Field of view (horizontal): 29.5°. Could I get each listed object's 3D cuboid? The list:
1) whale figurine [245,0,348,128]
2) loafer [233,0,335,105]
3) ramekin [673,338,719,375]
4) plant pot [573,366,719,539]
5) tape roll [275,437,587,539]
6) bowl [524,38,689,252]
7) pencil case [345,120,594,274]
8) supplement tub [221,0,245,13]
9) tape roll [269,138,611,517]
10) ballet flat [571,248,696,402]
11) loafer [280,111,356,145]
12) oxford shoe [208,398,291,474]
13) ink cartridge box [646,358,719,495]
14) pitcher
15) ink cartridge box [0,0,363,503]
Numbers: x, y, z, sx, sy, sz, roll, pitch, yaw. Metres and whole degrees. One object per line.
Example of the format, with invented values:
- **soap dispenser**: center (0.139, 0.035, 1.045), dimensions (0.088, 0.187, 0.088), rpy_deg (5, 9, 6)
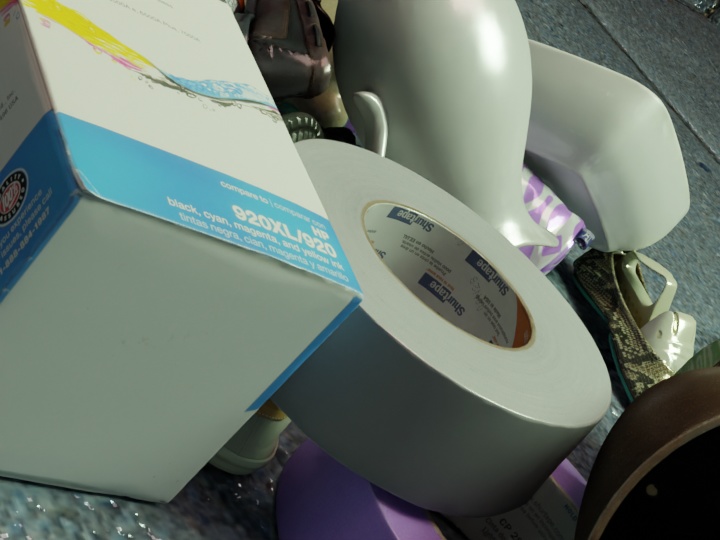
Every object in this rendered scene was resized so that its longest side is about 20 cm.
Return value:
- **whale figurine**: center (0.002, -0.157, 0.977), dimensions (0.199, 0.160, 0.104), rpy_deg (16, -21, 10)
- **loafer**: center (-0.041, -0.130, 0.811), dimensions (0.062, 0.072, 0.200), rpy_deg (4, 19, 3)
- **ramekin**: center (0.277, 0.132, 0.888), dimensions (0.200, 0.200, 0.098), rpy_deg (42, 17, -2)
- **plant pot**: center (0.179, 0.121, 0.647), dimensions (0.187, 0.187, 0.200), rpy_deg (40, 10, -7)
- **tape roll**: center (0.055, 0.142, 0.682), dimensions (0.200, 0.066, 0.201), rpy_deg (34, 25, -18)
- **bowl**: center (0.155, -0.095, 1.100), dimensions (0.199, 0.075, 0.200), rpy_deg (28, -16, 31)
- **pencil case**: center (0.078, -0.065, 1.040), dimensions (0.200, 0.084, 0.086), rpy_deg (43, 49, 2)
- **supplement tub**: center (-0.125, -0.136, 0.805), dimensions (0.107, 0.107, 0.200), rpy_deg (37, 25, -14)
- **tape roll**: center (0.025, 0.024, 0.670), dimensions (0.200, 0.066, 0.201), rpy_deg (31, 24, -16)
- **ballet flat**: center (0.228, 0.039, 1.098), dimensions (0.068, 0.075, 0.201), rpy_deg (29, 28, -32)
- **loafer**: center (-0.056, -0.058, 0.827), dimensions (0.071, 0.074, 0.200), rpy_deg (7, 3, 12)
- **oxford shoe**: center (-0.064, 0.019, 0.709), dimensions (0.075, 0.058, 0.201), rpy_deg (25, 28, -27)
- **ink cartridge box**: center (0.244, 0.167, 0.808), dimensions (0.200, 0.165, 0.075), rpy_deg (42, 22, -3)
- **pitcher**: center (0.038, -0.087, 0.839), dimensions (0.171, 0.121, 0.201), rpy_deg (-31, 112, -45)
- **ink cartridge box**: center (-0.122, -0.031, 0.589), dimensions (0.144, 0.147, 0.201), rpy_deg (19, 34, -42)
